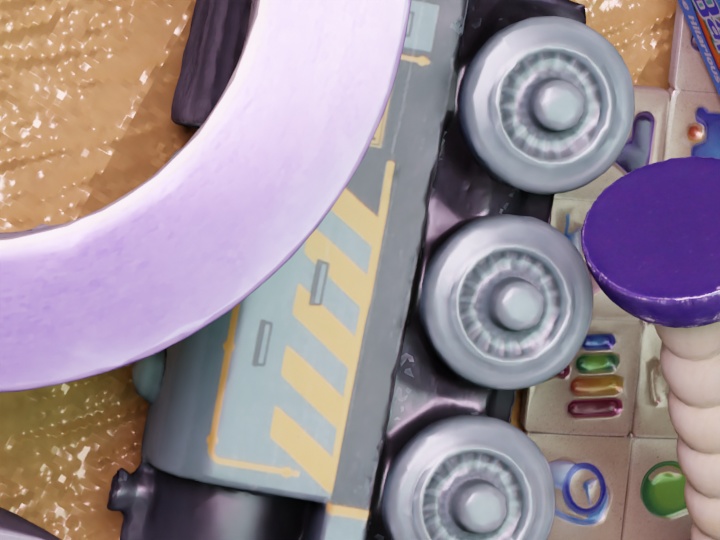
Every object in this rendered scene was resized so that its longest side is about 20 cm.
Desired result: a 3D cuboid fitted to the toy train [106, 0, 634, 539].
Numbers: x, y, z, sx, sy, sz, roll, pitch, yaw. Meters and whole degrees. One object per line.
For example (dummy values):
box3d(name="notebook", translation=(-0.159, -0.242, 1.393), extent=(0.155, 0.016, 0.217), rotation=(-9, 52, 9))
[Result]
box3d(name="toy train", translation=(0.000, 0.000, 0.785), extent=(0.114, 0.085, 0.200), rotation=(10, 93, -12))

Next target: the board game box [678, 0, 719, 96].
box3d(name="board game box", translation=(0.191, -0.094, 0.835), extent=(0.200, 0.045, 0.152), rotation=(-29, 105, -11))

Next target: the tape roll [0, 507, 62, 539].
box3d(name="tape roll", translation=(-0.123, 0.157, 0.751), extent=(0.200, 0.066, 0.201), rotation=(-2, 95, -24))

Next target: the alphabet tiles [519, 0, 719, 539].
box3d(name="alphabet tiles", translation=(0.131, -0.016, 0.860), extent=(0.167, 0.008, 0.200), rotation=(3, 98, -18))

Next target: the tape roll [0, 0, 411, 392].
box3d(name="tape roll", translation=(-0.089, -0.073, 0.697), extent=(0.200, 0.085, 0.200), rotation=(0, 91, -4))

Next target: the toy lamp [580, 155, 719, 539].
box3d(name="toy lamp", translation=(0.096, 0.057, 0.802), extent=(0.058, 0.058, 0.200), rotation=(-31, 136, -18))
